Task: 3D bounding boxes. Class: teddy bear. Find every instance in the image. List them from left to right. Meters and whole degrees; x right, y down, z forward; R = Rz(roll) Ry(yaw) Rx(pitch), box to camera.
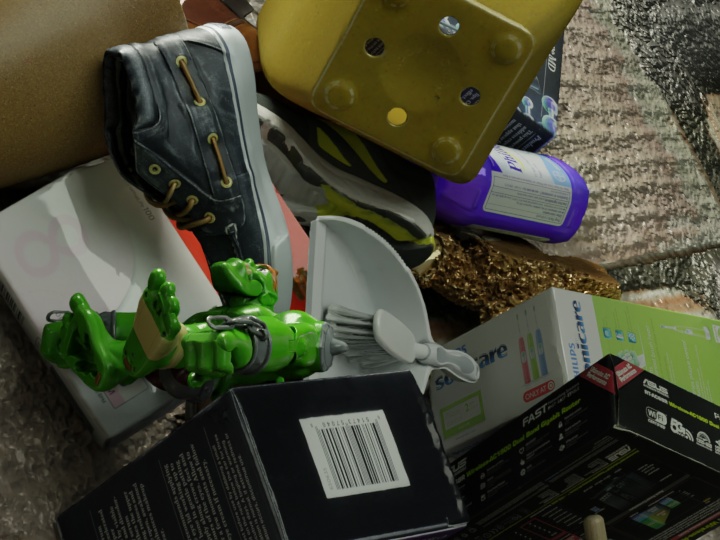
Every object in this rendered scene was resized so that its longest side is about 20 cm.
[{"bbox_3d":[0.106,0.010,1.461,0.199,0.067,0.145,11,19,-34],"label":"teddy bear"}]

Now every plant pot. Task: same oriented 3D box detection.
[{"bbox_3d":[-0.242,-0.129,1.182,0.200,0.186,0.187,-36,88,-39],"label":"plant pot"},{"bbox_3d":[0.043,-0.172,1.290,0.194,0.196,0.200,26,26,-10],"label":"plant pot"}]

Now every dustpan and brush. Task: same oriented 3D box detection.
[{"bbox_3d":[0.027,0.052,1.261,0.200,0.057,0.140,34,55,-64],"label":"dustpan and brush"}]

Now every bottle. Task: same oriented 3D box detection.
[{"bbox_3d":[0.083,-0.070,1.453,0.199,0.066,0.084,10,20,-32],"label":"bottle"}]

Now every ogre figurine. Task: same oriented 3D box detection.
[{"bbox_3d":[-0.097,0.044,1.097,0.120,0.200,0.099,3,68,-38],"label":"ogre figurine"}]

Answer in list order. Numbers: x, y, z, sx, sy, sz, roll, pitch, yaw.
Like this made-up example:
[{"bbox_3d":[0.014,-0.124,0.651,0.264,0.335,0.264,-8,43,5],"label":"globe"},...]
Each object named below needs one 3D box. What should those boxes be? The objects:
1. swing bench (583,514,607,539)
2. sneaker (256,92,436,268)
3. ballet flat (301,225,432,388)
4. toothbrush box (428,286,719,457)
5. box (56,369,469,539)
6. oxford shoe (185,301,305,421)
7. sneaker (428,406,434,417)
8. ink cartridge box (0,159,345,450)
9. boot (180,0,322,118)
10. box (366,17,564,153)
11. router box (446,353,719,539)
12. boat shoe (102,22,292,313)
[{"bbox_3d":[0.098,0.293,1.212,0.199,0.130,0.201,-12,75,-48],"label":"swing bench"},{"bbox_3d":[-0.031,-0.076,1.329,0.200,0.074,0.085,34,39,-13],"label":"sneaker"},{"bbox_3d":[0.000,0.000,1.378,0.072,0.072,0.201,-22,78,-49],"label":"ballet flat"},{"bbox_3d":[0.172,0.089,1.409,0.199,0.145,0.086,12,60,-38],"label":"toothbrush box"},{"bbox_3d":[-0.062,0.150,1.107,0.148,0.200,0.105,-3,65,-43],"label":"box"},{"bbox_3d":[-0.061,0.059,1.267,0.073,0.084,0.200,40,43,-16],"label":"oxford shoe"},{"bbox_3d":[0.007,0.136,1.285,0.081,0.074,0.200,41,43,-17],"label":"sneaker"},{"bbox_3d":[-0.128,-0.004,1.213,0.200,0.057,0.163,-33,84,-16],"label":"ink cartridge box"},{"bbox_3d":[-0.102,-0.128,1.365,0.188,0.068,0.200,48,35,-3],"label":"boot"},{"bbox_3d":[0.061,-0.183,1.543,0.200,0.107,0.149,32,43,-23],"label":"box"},{"bbox_3d":[0.169,0.152,1.319,0.149,0.200,0.062,26,45,-27],"label":"router box"},{"bbox_3d":[-0.107,-0.051,1.167,0.091,0.071,0.201,-15,96,-33],"label":"boat shoe"}]
